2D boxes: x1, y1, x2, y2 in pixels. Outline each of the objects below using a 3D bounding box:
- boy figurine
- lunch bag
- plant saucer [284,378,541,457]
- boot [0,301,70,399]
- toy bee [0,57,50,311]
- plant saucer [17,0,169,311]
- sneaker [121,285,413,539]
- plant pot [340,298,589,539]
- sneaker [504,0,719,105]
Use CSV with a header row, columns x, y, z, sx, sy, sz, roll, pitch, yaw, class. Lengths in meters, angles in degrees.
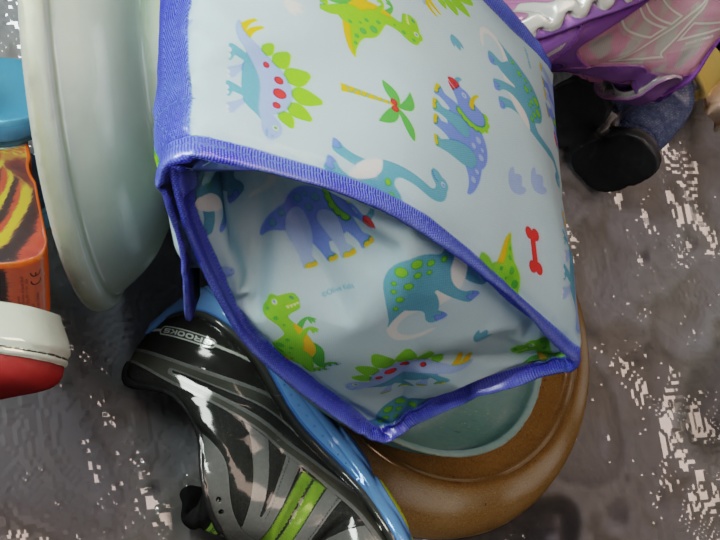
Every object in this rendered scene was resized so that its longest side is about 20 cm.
x,y,z,sx,sy,sz,roll,pitch,yaw,class
0.169,-0.138,1.070,0.124,0.064,0.200,44,56,-12,boy figurine
-0.012,-0.054,0.761,0.200,0.127,0.170,42,34,-43,lunch bag
0.000,0.000,0.877,0.200,0.036,0.200,30,42,-30,plant saucer
-0.196,0.085,0.712,0.072,0.200,0.144,35,49,-67,boot
-0.177,-0.048,0.816,0.109,0.200,0.131,0,110,-4,toy bee
-0.098,-0.084,0.810,0.050,0.200,0.200,-5,74,1,plant saucer
-0.034,0.102,0.865,0.083,0.071,0.200,-36,90,-6,sneaker
0.037,0.031,0.955,0.200,0.027,0.200,10,70,-29,plant pot
0.125,-0.118,0.958,0.200,0.080,0.089,-25,118,-35,sneaker
